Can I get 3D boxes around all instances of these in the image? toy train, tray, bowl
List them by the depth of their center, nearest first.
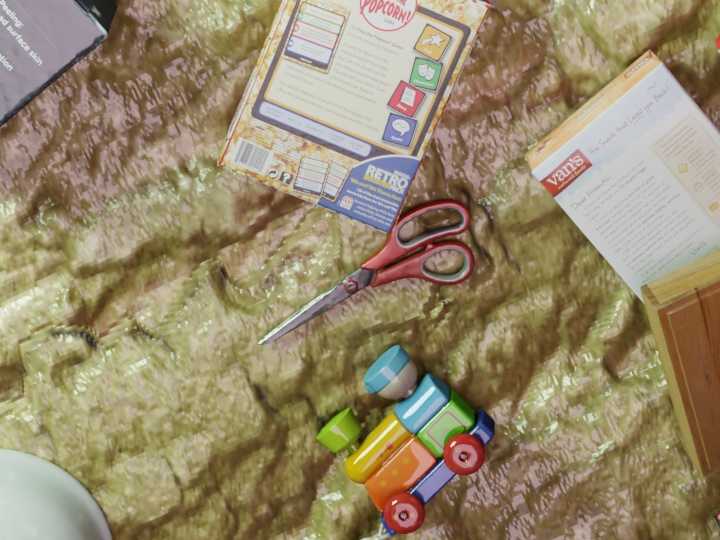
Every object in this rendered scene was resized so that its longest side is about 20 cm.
[{"bbox_3d":[0.296,0.073,1.585,0.098,0.037,0.200,-25,131,-2],"label":"tray"},{"bbox_3d":[0.007,0.165,1.624,0.116,0.085,0.200,44,101,-4],"label":"toy train"},{"bbox_3d":[-0.307,0.256,1.628,0.200,0.090,0.202,-1,107,-3],"label":"bowl"}]

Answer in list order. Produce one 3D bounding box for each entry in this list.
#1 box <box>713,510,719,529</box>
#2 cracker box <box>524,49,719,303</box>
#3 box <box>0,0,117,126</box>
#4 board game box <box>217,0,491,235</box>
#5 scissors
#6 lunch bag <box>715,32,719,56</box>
[{"bbox_3d":[0.419,0.243,1.686,0.137,0.040,0.200,-40,105,10],"label":"box"},{"bbox_3d":[0.245,-0.057,1.575,0.134,0.058,0.200,-39,106,10],"label":"cracker box"},{"bbox_3d":[-0.321,-0.199,1.471,0.200,0.117,0.197,-38,105,10],"label":"box"},{"bbox_3d":[-0.006,-0.148,1.540,0.151,0.046,0.201,22,105,-9],"label":"board game box"},{"bbox_3d":[0.000,0.000,1.606,0.199,0.014,0.073,-18,110,4],"label":"scissors"},{"bbox_3d":[0.342,-0.135,1.484,0.176,0.200,0.082,33,108,-12],"label":"lunch bag"}]
